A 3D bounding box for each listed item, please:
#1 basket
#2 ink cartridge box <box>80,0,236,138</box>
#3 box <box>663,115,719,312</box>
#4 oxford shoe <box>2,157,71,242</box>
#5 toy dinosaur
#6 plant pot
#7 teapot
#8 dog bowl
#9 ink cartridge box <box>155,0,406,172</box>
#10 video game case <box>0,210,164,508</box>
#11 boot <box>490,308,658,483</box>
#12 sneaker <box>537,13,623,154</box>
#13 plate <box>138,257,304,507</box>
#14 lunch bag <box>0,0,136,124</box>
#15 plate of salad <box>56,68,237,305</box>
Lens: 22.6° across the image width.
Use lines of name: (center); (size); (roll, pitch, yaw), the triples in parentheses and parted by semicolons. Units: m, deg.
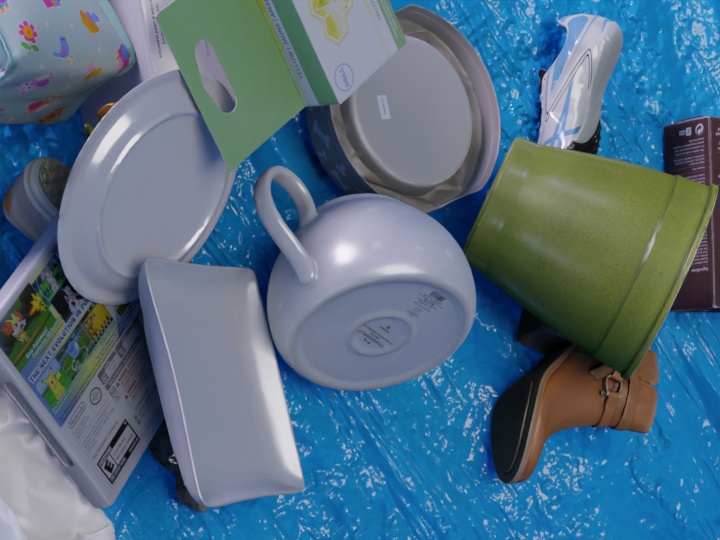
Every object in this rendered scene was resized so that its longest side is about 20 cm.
basket: (-0.296, 0.202, 1.331); (0.161, 0.198, 0.200); (-30, 105, 5)
ink cartridge box: (-0.127, -0.202, 1.526); (0.200, 0.147, 0.145); (-12, 92, -33)
box: (0.379, -0.056, 1.889); (0.100, 0.075, 0.201); (3, 82, -33)
oxford shoe: (-0.224, -0.018, 1.505); (0.200, 0.058, 0.075); (46, 35, -36)
toy dinosaur: (-0.163, 0.112, 1.537); (0.088, 0.047, 0.200); (-39, 103, -22)
plant pot: (0.204, -0.028, 1.693); (0.193, 0.200, 0.201); (25, 70, 4)
teapot: (0.000, 0.000, 1.591); (0.197, 0.200, 0.146); (-6, 52, -12)
dog bowl: (0.036, -0.143, 1.668); (0.200, 0.059, 0.201); (10, 73, -35)
ink cartridge box: (-0.058, -0.191, 1.426); (0.200, 0.048, 0.146); (-47, 123, -38)
video game case: (-0.209, 0.054, 1.429); (0.183, 0.022, 0.200); (58, 38, -27)
boot: (0.216, 0.134, 1.758); (0.154, 0.074, 0.200); (26, 69, -23)
sneaker: (0.204, -0.158, 1.796); (0.072, 0.072, 0.201); (20, 86, -59)
plate: (-0.118, 0.093, 1.474); (0.199, 0.032, 0.201); (7, 67, -69)
lunch bag: (-0.291, -0.218, 1.391); (0.170, 0.122, 0.200); (-10, 71, -62)
plate of salad: (-0.170, -0.068, 1.416); (0.200, 0.048, 0.200); (-38, 143, -36)
